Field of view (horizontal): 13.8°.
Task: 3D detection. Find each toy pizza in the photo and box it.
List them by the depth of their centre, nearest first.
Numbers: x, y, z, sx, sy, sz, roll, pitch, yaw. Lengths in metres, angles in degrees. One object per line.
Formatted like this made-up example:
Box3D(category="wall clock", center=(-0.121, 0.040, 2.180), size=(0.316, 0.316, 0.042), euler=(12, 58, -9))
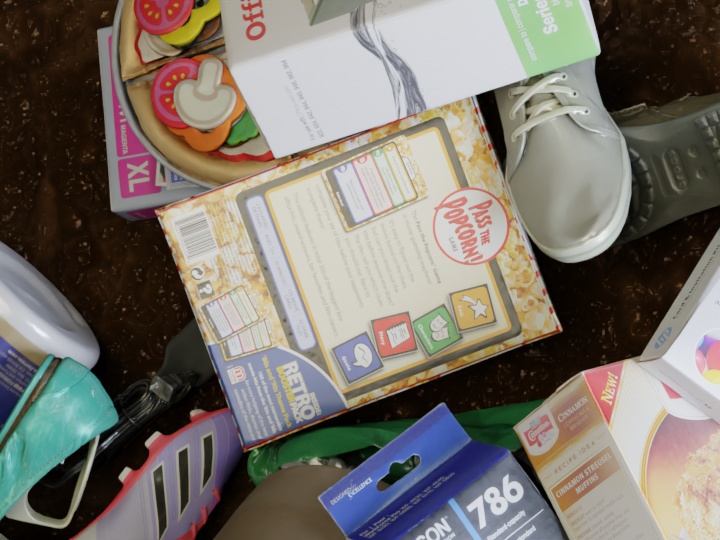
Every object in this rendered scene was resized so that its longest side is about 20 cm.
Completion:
Box3D(category="toy pizza", center=(-0.062, -0.145, 1.793), size=(0.199, 0.032, 0.201), euler=(-4, 77, 19))

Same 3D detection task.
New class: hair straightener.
Box3D(category="hair straightener", center=(-0.125, 0.066, 1.799), size=(0.200, 0.077, 0.041), euler=(-37, 82, 9))

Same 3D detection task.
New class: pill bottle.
Box3D(category="pill bottle", center=(-0.266, 0.083, 1.822), size=(0.200, 0.120, 0.120), euler=(-47, 71, 7))

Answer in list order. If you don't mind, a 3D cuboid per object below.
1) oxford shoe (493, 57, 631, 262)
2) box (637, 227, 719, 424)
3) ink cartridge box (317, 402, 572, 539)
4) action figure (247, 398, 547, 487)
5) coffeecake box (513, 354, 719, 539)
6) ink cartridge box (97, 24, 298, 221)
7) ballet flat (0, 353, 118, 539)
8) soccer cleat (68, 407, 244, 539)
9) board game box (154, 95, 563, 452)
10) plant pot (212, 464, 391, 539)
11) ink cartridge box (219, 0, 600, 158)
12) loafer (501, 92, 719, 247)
Box3D(category="oxford shoe", center=(0.107, -0.091, 1.692), size=(0.075, 0.058, 0.201), euler=(-20, 51, 19))
Box3D(category="box", center=(0.268, 0.012, 1.632), size=(0.156, 0.041, 0.200), euler=(35, 74, -10))
Box3D(category="ink cartridge box", center=(0.074, 0.175, 1.621), size=(0.099, 0.039, 0.200), euler=(-37, 90, -24))
Box3D(category="action figure", center=(0.023, 0.109, 1.743), size=(0.199, 0.118, 0.055), euler=(-5, 93, 26))
Box3D(category="coffeecake box", center=(0.198, 0.143, 1.636), size=(0.073, 0.153, 0.201), euler=(-43, 68, 46))
Box3D(category="ink cartridge box", center=(-0.061, -0.105, 1.824), size=(0.199, 0.042, 0.120), euler=(-8, 79, 15))
Box3D(category="ballet flat", center=(-0.212, 0.143, 1.761), size=(0.070, 0.067, 0.200), euler=(38, 101, -2))
Box3D(category="soccer cleat", center=(-0.128, 0.161, 1.763), size=(0.076, 0.067, 0.200), euler=(40, 63, 20))
Box3D(category="board game box", center=(0.000, 0.000, 1.736), size=(0.199, 0.046, 0.152), euler=(-20, 89, 4))
Box3D(category="plant pot", center=(-0.033, 0.212, 1.680), size=(0.199, 0.200, 0.174), euler=(4, 49, 19))
Box3D(category="ink cartridge box", center=(0.021, -0.167, 1.691), size=(0.199, 0.084, 0.146), euler=(-17, 50, 9))
Box3D(category="loafer", center=(0.176, -0.061, 1.730), size=(0.199, 0.070, 0.076), euler=(-9, 99, 30))
